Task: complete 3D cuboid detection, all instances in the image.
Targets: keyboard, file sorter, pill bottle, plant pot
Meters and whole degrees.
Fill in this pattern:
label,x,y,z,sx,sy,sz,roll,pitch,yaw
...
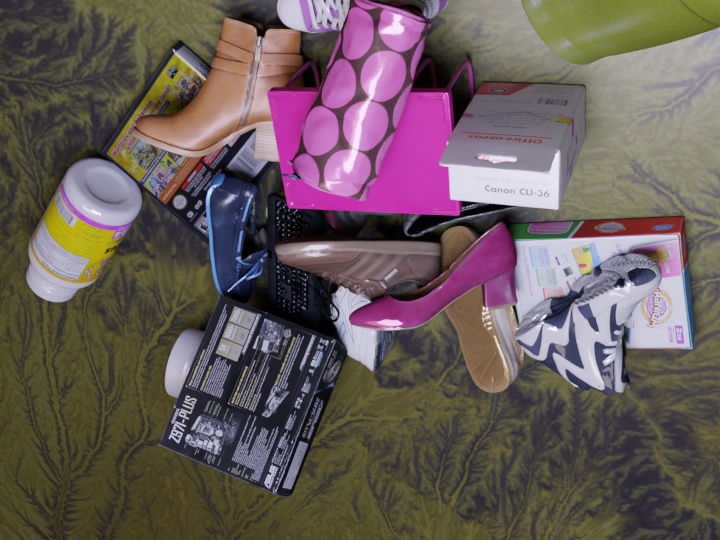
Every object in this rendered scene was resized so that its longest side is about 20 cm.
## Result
label,x,y,z,sx,sy,sz,roll,pitch,yaw
keyboard,-0.076,0.004,1.391,0.103,0.040,0.201,22,139,19
file sorter,0.022,-0.155,1.259,0.198,0.126,0.140,4,122,20
pill bottle,-0.370,-0.047,1.505,0.104,0.104,0.200,38,128,-4
plant pot,0.253,-0.287,1.055,0.192,0.201,0.201,-23,111,45
pill bottle,-0.151,0.148,1.534,0.198,0.114,0.115,16,126,13

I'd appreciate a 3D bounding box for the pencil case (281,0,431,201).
label,x,y,z,sx,sy,sz,roll,pitch,yaw
pencil case,-0.004,-0.172,1.134,0.094,0.090,0.201,37,111,38

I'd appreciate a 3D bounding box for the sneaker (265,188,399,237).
label,x,y,z,sx,sy,sz,roll,pitch,yaw
sneaker,-0.019,-0.072,1.370,0.199,0.077,0.084,-7,124,38

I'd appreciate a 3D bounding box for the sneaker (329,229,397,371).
label,x,y,z,sx,sy,sz,roll,pitch,yaw
sneaker,-0.002,0.036,1.429,0.087,0.075,0.201,19,125,18

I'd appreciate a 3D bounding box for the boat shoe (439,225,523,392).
label,x,y,z,sx,sy,sz,roll,pitch,yaw
boat shoe,0.146,0.042,1.371,0.073,0.069,0.202,-11,95,36

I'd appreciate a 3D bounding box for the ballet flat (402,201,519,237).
label,x,y,z,sx,sy,sz,roll,pitch,yaw
ballet flat,0.137,-0.076,1.298,0.199,0.057,0.066,-13,141,32

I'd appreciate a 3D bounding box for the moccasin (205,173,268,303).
label,x,y,z,sx,sy,sz,roll,pitch,yaw
moccasin,-0.147,-0.028,1.422,0.068,0.081,0.201,6,140,9

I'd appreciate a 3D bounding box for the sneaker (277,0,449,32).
label,x,y,z,sx,sy,sz,roll,pitch,yaw
sneaker,-0.013,-0.277,1.205,0.199,0.114,0.073,-3,121,25

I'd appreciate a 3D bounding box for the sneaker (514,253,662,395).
label,x,y,z,sx,sy,sz,roll,pitch,yaw
sneaker,0.280,0.071,1.276,0.130,0.080,0.199,45,127,-11

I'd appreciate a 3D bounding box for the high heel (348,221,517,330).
label,x,y,z,sx,sy,sz,roll,pitch,yaw
high heel,0.079,0.008,1.291,0.198,0.067,0.097,-10,103,2

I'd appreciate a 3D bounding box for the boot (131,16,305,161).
label,x,y,z,sx,sy,sz,roll,pitch,yaw
boot,-0.160,-0.211,1.312,0.198,0.074,0.156,3,110,-6

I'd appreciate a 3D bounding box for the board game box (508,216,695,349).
label,x,y,z,sx,sy,sz,roll,pitch,yaw
board game box,0.275,0.018,1.319,0.198,0.040,0.154,-1,120,23

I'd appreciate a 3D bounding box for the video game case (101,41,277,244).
label,x,y,z,sx,sy,sz,roll,pitch,yaw
video game case,-0.204,-0.152,1.419,0.180,0.026,0.200,41,128,-6

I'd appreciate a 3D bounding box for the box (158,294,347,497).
label,x,y,z,sx,sy,sz,roll,pitch,yaw
box,-0.130,0.156,1.424,0.163,0.201,0.086,19,171,14

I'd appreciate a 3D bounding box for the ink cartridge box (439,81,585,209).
label,x,y,z,sx,sy,sz,roll,pitch,yaw
ink cartridge box,0.158,-0.123,1.177,0.116,0.200,0.068,6,123,19

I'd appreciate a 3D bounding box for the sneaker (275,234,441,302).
label,x,y,z,sx,sy,sz,roll,pitch,yaw
sneaker,0.000,0.000,1.316,0.198,0.070,0.076,1,97,-16
